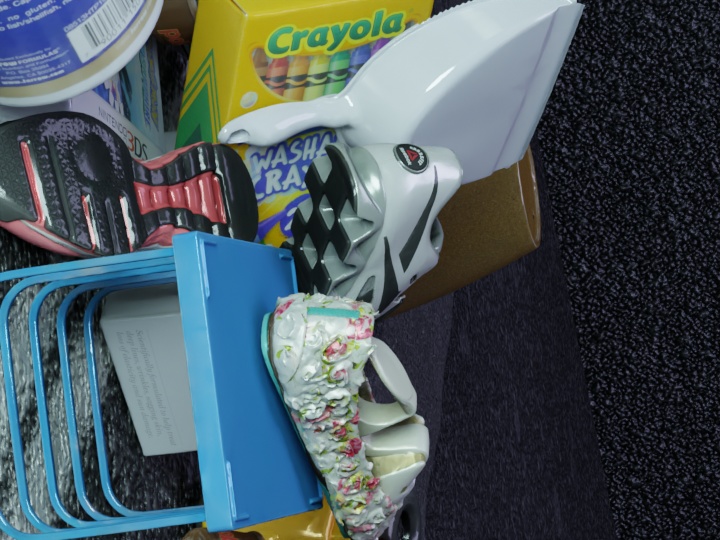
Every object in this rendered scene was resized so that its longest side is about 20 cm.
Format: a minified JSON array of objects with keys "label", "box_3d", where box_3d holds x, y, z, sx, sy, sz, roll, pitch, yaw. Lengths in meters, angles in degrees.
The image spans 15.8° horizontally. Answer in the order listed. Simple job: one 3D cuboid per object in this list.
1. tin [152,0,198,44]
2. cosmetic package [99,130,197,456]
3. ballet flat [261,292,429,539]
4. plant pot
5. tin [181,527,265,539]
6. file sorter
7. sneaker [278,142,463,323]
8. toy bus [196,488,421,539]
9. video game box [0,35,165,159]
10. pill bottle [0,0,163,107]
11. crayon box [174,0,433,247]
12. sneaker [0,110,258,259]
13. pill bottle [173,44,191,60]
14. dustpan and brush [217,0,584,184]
[{"label":"tin","box_3d":[-0.109,-0.225,1.439,0.112,0.042,0.201,37,46,-82]},{"label":"cosmetic package","box_3d":[-0.094,0.008,1.529,0.200,0.074,0.102,-79,158,-56]},{"label":"ballet flat","box_3d":[0.001,0.082,1.347,0.200,0.064,0.076,68,17,-53]},{"label":"plant pot","box_3d":[0.022,-0.048,1.831,0.186,0.199,0.187,-9,90,-78]},{"label":"tin","box_3d":[-0.085,0.224,1.300,0.112,0.042,0.201,-116,-143,-71]},{"label":"file sorter","box_3d":[-0.104,0.063,1.302,0.200,0.122,0.140,12,70,-79]},{"label":"sneaker","box_3d":[0.000,0.000,1.418,0.074,0.088,0.200,67,-31,23]},{"label":"toy bus","box_3d":[-0.038,0.232,1.566,0.200,0.135,0.193,68,33,-44]},{"label":"video game box","box_3d":[-0.154,-0.152,1.404,0.182,0.047,0.201,48,35,-75]},{"label":"pill bottle","box_3d":[-0.169,-0.174,1.145,0.200,0.119,0.120,65,20,-55]},{"label":"crayon box","box_3d":[-0.033,-0.104,1.428,0.052,0.125,0.201,47,-42,39]},{"label":"sneaker","box_3d":[-0.140,-0.028,1.333,0.200,0.087,0.074,9,67,-54]},{"label":"pill bottle","box_3d":[-0.049,-0.161,1.577,0.200,0.115,0.116,24,-52,63]},{"label":"dustpan and brush","box_3d":[0.015,-0.088,1.409,0.057,0.199,0.140,49,-37,25]}]
